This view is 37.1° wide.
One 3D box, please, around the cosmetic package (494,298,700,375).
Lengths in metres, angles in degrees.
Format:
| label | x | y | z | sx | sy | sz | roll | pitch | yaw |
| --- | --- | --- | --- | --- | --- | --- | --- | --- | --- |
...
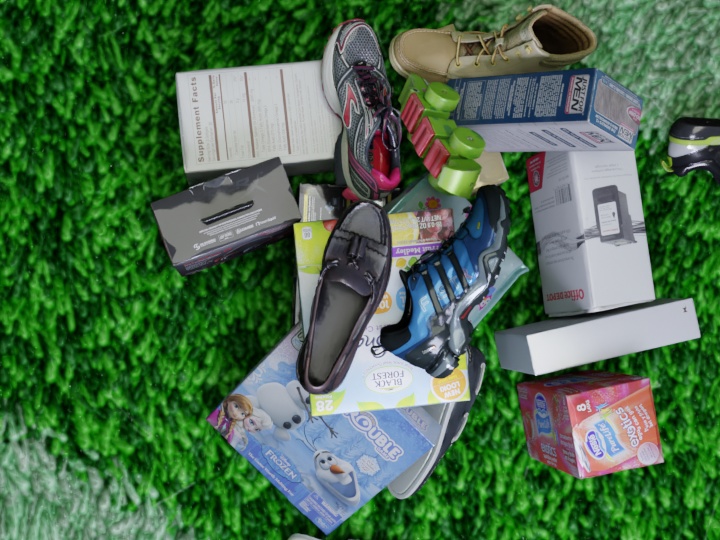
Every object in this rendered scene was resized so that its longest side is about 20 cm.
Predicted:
| label | x | y | z | sx | sy | sz | roll | pitch | yaw |
| --- | --- | --- | --- | --- | --- | --- | --- | --- | --- |
| cosmetic package | 0.273 | 0.076 | 1.264 | 0.199 | 0.151 | 0.052 | -12 | 87 | -7 |

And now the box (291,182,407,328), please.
| label | x | y | z | sx | sy | sz | roll | pitch | yaw |
| --- | --- | --- | --- | --- | --- | --- | --- | --- | --- |
| box | 0.000 | 0.000 | 1.288 | 0.160 | 0.049 | 0.201 | 2 | 86 | -9 |

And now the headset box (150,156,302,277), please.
| label | x | y | z | sx | sy | sz | roll | pitch | yaw |
| --- | --- | --- | --- | --- | --- | --- | --- | --- | --- |
| headset box | -0.149 | -0.057 | 1.198 | 0.148 | 0.200 | 0.075 | -21 | 88 | -8 |

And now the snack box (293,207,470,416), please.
| label | x | y | z | sx | sy | sz | roll | pitch | yaw |
| --- | --- | --- | --- | --- | --- | --- | --- | --- | --- |
| snack box | 0.021 | 0.042 | 1.121 | 0.167 | 0.068 | 0.201 | -6 | 92 | -3 |

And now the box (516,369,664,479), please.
| label | x | y | z | sx | sy | sz | roll | pitch | yaw |
| --- | --- | --- | --- | --- | --- | --- | --- | --- | --- |
| box | 0.257 | 0.171 | 1.230 | 0.099 | 0.200 | 0.096 | -10 | 89 | -7 |

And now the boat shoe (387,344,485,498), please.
| label | x | y | z | sx | sy | sz | roll | pitch | yaw |
| --- | --- | --- | --- | --- | --- | --- | --- | --- | --- |
| boat shoe | 0.093 | 0.181 | 1.277 | 0.060 | 0.076 | 0.201 | 18 | 101 | -43 |

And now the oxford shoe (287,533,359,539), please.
| label | x | y | z | sx | sy | sz | roll | pitch | yaw |
| --- | --- | --- | --- | --- | --- | --- | --- | --- | --- |
| oxford shoe | 0.008 | 0.348 | 1.264 | 0.199 | 0.075 | 0.058 | 17 | 45 | 2 |

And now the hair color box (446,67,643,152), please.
| label | x | y | z | sx | sy | sz | roll | pitch | yaw |
| --- | --- | --- | --- | --- | --- | --- | --- | --- | --- |
| hair color box | 0.195 | -0.172 | 1.176 | 0.100 | 0.199 | 0.061 | 17 | 82 | -45 |

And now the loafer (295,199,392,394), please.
| label | x | y | z | sx | sy | sz | roll | pitch | yaw |
| --- | --- | --- | --- | --- | --- | --- | --- | --- | --- |
| loafer | -0.014 | 0.028 | 1.054 | 0.071 | 0.063 | 0.201 | 17 | 90 | 0 |

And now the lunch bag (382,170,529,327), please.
| label | x | y | z | sx | sy | sz | roll | pitch | yaw |
| --- | --- | --- | --- | --- | --- | --- | --- | --- | --- |
| lunch bag | 0.059 | 0.012 | 1.212 | 0.200 | 0.122 | 0.170 | -44 | 96 | -15 |

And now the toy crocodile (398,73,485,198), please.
| label | x | y | z | sx | sy | sz | roll | pitch | yaw |
| --- | --- | --- | --- | --- | --- | --- | --- | --- | --- |
| toy crocodile | 0.080 | -0.145 | 1.156 | 0.061 | 0.068 | 0.201 | 6 | 41 | -29 |

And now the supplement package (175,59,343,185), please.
| label | x | y | z | sx | sy | sz | roll | pitch | yaw |
| --- | --- | --- | --- | --- | --- | --- | --- | --- | --- |
| supplement package | -0.110 | -0.171 | 1.252 | 0.199 | 0.117 | 0.118 | -6 | 89 | -7 |

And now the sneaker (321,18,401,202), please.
| label | x | y | z | sx | sy | sz | roll | pitch | yaw |
| --- | --- | --- | --- | --- | --- | --- | --- | --- | --- |
| sneaker | 0.012 | -0.177 | 1.176 | 0.080 | 0.075 | 0.201 | -8 | 88 | -29 |

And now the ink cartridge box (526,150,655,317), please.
| label | x | y | z | sx | sy | sz | roll | pitch | yaw |
| --- | --- | --- | --- | --- | --- | --- | --- | --- | --- |
| ink cartridge box | 0.269 | -0.051 | 1.273 | 0.083 | 0.145 | 0.201 | -7 | 87 | -12 |

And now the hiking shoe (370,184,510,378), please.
| label | x | y | z | sx | sy | sz | roll | pitch | yaw |
| --- | --- | --- | --- | --- | --- | --- | --- | --- | --- |
| hiking shoe | 0.084 | 0.003 | 1.055 | 0.086 | 0.074 | 0.201 | 21 | 87 | -7 |

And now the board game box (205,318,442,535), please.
| label | x | y | z | sx | sy | sz | roll | pitch | yaw |
| --- | --- | --- | --- | --- | --- | --- | --- | --- | --- |
| board game box | -0.045 | 0.174 | 1.218 | 0.200 | 0.043 | 0.199 | 43 | 119 | -2 |

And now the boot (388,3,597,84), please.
| label | x | y | z | sx | sy | sz | roll | pitch | yaw |
| --- | --- | --- | --- | --- | --- | --- | --- | --- | --- |
| boot | 0.146 | -0.250 | 1.204 | 0.199 | 0.155 | 0.073 | 10 | 79 | -18 |

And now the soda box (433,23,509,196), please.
| label | x | y | z | sx | sy | sz | roll | pitch | yaw |
| --- | --- | --- | --- | --- | --- | --- | --- | --- | --- |
| soda box | 0.111 | -0.189 | 1.307 | 0.067 | 0.064 | 0.201 | -19 | 88 | -8 |

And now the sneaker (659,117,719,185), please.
| label | x | y | z | sx | sy | sz | roll | pitch | yaw |
| --- | --- | --- | --- | --- | --- | --- | --- | --- | --- |
| sneaker | 0.474 | -0.145 | 1.357 | 0.199 | 0.072 | 0.083 | 4 | 110 | -5 |
